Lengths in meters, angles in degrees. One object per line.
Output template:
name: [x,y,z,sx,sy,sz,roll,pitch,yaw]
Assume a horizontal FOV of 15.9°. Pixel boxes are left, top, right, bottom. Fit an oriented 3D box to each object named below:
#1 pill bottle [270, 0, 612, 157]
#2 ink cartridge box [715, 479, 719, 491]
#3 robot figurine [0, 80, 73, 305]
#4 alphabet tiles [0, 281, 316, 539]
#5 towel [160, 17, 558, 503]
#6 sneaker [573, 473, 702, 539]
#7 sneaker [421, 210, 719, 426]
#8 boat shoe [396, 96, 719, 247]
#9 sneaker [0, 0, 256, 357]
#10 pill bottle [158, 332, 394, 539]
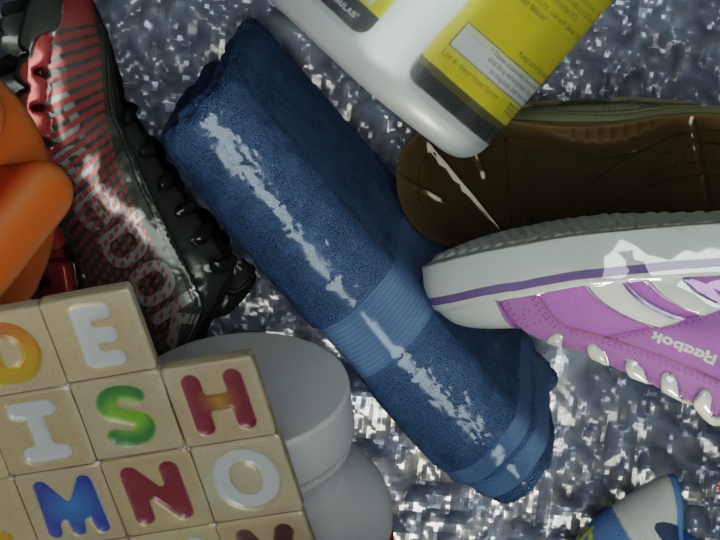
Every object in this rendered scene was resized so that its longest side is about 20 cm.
pill bottle: [0.062,-0.148,0.938,0.112,0.112,0.200,40,96,-10]
ink cartridge box: [0.249,0.054,1.018,0.200,0.050,0.161,-45,146,3]
robot figurine: [-0.191,-0.024,0.953,0.143,0.199,0.118,6,84,-39]
alphabet tiles: [-0.119,0.086,0.914,0.198,0.008,0.168,-10,120,13]
towel: [0.000,0.000,1.004,0.048,0.112,0.200,-37,102,16]
sneaker: [0.169,0.164,1.069,0.200,0.074,0.082,37,94,-11]
sneaker: [0.121,0.036,0.939,0.199,0.073,0.115,-1,98,17]
boat shoe: [0.116,-0.036,1.002,0.198,0.065,0.073,5,110,17]
sneaker: [-0.093,-0.022,1.014,0.097,0.071,0.202,-7,104,-2]
pill bottle: [-0.040,0.131,1.001,0.111,0.113,0.201,-5,119,-3]
